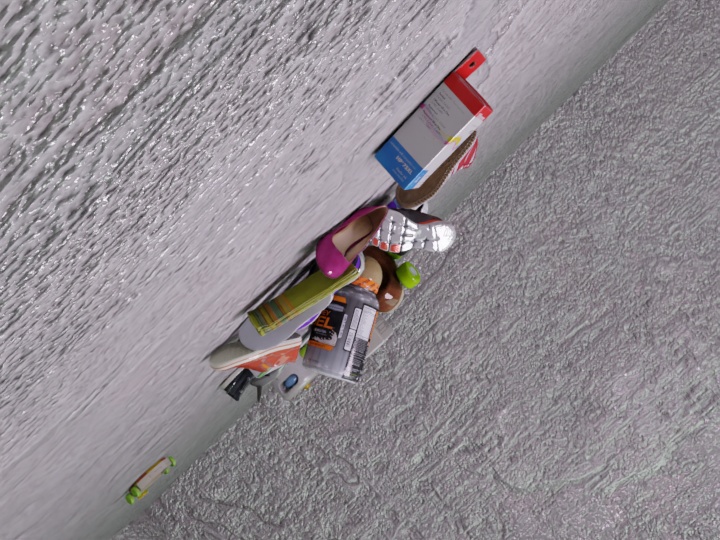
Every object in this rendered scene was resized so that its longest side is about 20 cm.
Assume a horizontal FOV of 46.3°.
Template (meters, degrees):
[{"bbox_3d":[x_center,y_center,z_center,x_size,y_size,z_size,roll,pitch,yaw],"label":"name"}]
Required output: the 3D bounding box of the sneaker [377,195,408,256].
[{"bbox_3d":[0.066,-0.080,1.674,0.069,0.100,0.200,-42,172,-1],"label":"sneaker"}]

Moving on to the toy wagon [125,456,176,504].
[{"bbox_3d":[-0.635,0.631,2.511,0.155,0.040,0.200,-39,174,-43],"label":"toy wagon"}]

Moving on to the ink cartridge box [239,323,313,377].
[{"bbox_3d":[-0.164,0.133,1.744,0.145,0.084,0.200,-44,175,7],"label":"ink cartridge box"}]

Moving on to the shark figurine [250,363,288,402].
[{"bbox_3d":[-0.248,0.250,2.196,0.213,0.089,0.130,-37,-147,29],"label":"shark figurine"}]

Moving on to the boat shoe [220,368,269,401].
[{"bbox_3d":[-0.256,0.246,2.101,0.199,0.066,0.075,-42,175,-20],"label":"boat shoe"}]

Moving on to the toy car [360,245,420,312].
[{"bbox_3d":[0.000,0.000,1.797,0.164,0.160,0.198,-40,144,21],"label":"toy car"}]

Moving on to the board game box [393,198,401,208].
[{"bbox_3d":[0.116,-0.163,1.795,0.135,0.035,0.200,-41,175,-27],"label":"board game box"}]

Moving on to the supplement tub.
[{"bbox_3d":[-0.034,0.112,1.674,0.123,0.120,0.204,107,-2,-81],"label":"supplement tub"}]

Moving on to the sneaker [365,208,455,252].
[{"bbox_3d":[0.078,-0.082,1.574,0.078,0.196,0.082,-69,-155,21],"label":"sneaker"}]

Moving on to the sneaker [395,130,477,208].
[{"bbox_3d":[0.149,-0.193,1.579,0.200,0.071,0.112,-46,172,11],"label":"sneaker"}]

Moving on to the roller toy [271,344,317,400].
[{"bbox_3d":[-0.222,0.350,2.891,0.182,0.140,0.200,-40,176,-21],"label":"roller toy"}]

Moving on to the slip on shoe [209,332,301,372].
[{"bbox_3d":[-0.192,0.162,1.566,0.197,0.073,0.063,-10,109,-43],"label":"slip on shoe"}]

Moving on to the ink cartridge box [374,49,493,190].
[{"bbox_3d":[0.119,-0.209,1.185,0.200,0.067,0.116,-45,175,16],"label":"ink cartridge box"}]

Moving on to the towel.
[{"bbox_3d":[-0.099,0.039,1.427,0.198,0.018,0.086,-32,-150,-11],"label":"towel"}]

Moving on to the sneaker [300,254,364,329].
[{"bbox_3d":[-0.083,0.028,1.578,0.200,0.070,0.100,-45,166,1],"label":"sneaker"}]

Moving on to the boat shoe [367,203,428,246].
[{"bbox_3d":[0.080,-0.096,1.945,0.201,0.073,0.065,-53,171,-1],"label":"boat shoe"}]

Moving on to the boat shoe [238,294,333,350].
[{"bbox_3d":[-0.130,0.074,1.516,0.199,0.072,0.066,-37,-177,15],"label":"boat shoe"}]

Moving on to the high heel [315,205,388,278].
[{"bbox_3d":[-0.013,-0.057,1.419,0.095,0.068,0.201,-34,-165,26],"label":"high heel"}]

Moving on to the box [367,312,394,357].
[{"bbox_3d":[-0.032,0.110,1.952,0.109,0.201,0.128,-41,176,14],"label":"box"}]
